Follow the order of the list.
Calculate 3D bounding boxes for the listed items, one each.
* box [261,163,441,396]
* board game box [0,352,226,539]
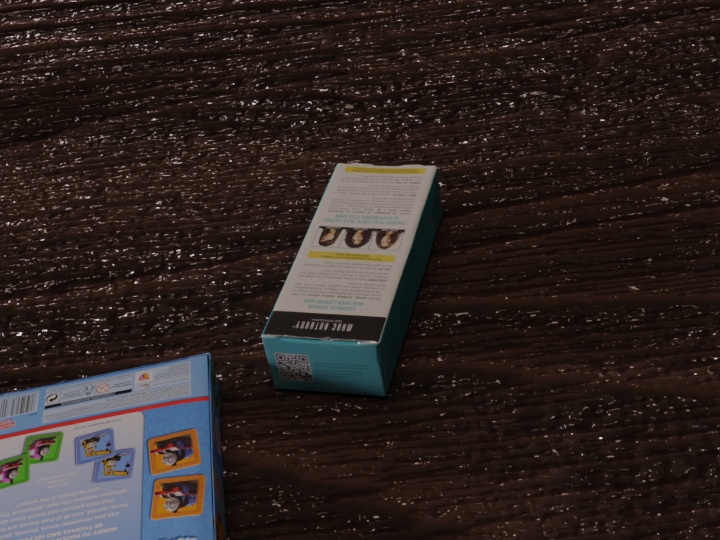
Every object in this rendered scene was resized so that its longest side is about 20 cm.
[{"bbox_3d":[0.000,0.000,0.865,0.081,0.050,0.201,3,40,16],"label":"box"},{"bbox_3d":[-0.157,0.141,0.734,0.150,0.037,0.201,-11,38,-1],"label":"board game box"}]
